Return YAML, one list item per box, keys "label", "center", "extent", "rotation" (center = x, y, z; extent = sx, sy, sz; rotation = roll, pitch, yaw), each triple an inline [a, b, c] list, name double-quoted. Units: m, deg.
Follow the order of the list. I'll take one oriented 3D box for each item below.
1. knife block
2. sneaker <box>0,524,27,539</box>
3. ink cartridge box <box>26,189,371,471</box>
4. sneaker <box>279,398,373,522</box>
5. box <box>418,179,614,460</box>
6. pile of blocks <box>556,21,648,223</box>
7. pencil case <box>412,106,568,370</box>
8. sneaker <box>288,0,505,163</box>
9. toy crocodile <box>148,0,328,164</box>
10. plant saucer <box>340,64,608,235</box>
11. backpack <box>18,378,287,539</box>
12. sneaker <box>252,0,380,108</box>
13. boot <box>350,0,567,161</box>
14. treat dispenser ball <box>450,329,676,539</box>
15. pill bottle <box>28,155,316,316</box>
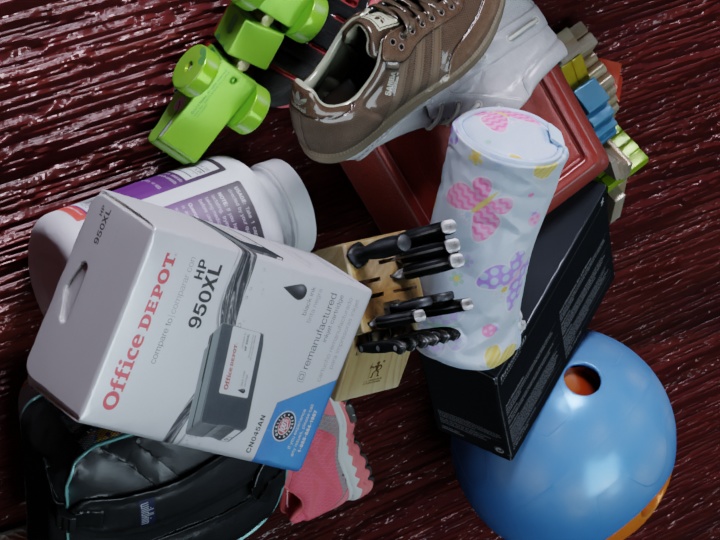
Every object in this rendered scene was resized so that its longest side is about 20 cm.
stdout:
- label: "knife block"
  center: [0.000, 0.000, 1.642]
  extent: [0.064, 0.200, 0.176]
  rotation: [-11, 133, -35]
- label: "sneaker"
  center: [-0.217, 0.239, 1.747]
  extent: [0.199, 0.071, 0.080]
  rotation: [-9, 130, -31]
- label: "ink cartridge box"
  center: [-0.110, 0.045, 1.506]
  extent: [0.199, 0.084, 0.146]
  rotation: [17, 99, -40]
- label: "sneaker"
  center: [-0.050, 0.141, 1.800]
  extent: [0.087, 0.074, 0.201]
  rotation: [-34, 137, -15]
- label: "box"
  center: [0.132, 0.032, 1.800]
  extent: [0.201, 0.078, 0.141]
  rotation: [-58, 158, -25]
- label: "pile of blocks"
  center: [0.207, -0.130, 1.827]
  extent: [0.062, 0.082, 0.201]
  rotation: [-36, 137, -14]
- label: "pencil case"
  center: [0.094, -0.022, 1.633]
  extent: [0.083, 0.090, 0.201]
  rotation: [-67, 170, -58]
- label: "sneaker"
  center: [0.029, -0.161, 1.549]
  extent: [0.200, 0.070, 0.076]
  rotation: [-47, 149, -16]
- label: "toy crocodile"
  center: [-0.084, -0.165, 1.570]
  extent: [0.067, 0.062, 0.201]
  rotation: [27, 103, -32]
- label: "plant saucer"
  center: [0.086, -0.107, 1.707]
  extent: [0.200, 0.037, 0.200]
  rotation: [-36, 109, -13]
- label: "backpack"
  center: [-0.159, 0.142, 1.656]
  extent: [0.199, 0.153, 0.177]
  rotation: [-16, 129, -22]
- label: "sneaker"
  center: [0.009, -0.181, 1.624]
  extent: [0.200, 0.074, 0.087]
  rotation: [-44, 140, -7]
- label: "boot"
  center: [0.071, -0.130, 1.634]
  extent: [0.200, 0.074, 0.096]
  rotation: [-45, 99, -13]
- label: "treat dispenser ball"
  center: [0.179, 0.151, 1.921]
  extent: [0.200, 0.201, 0.202]
  rotation: [-22, 132, -27]
- label: "pill bottle"
  center: [-0.135, -0.015, 1.592]
  extent: [0.199, 0.112, 0.113]
  rotation: [-21, 132, -28]
